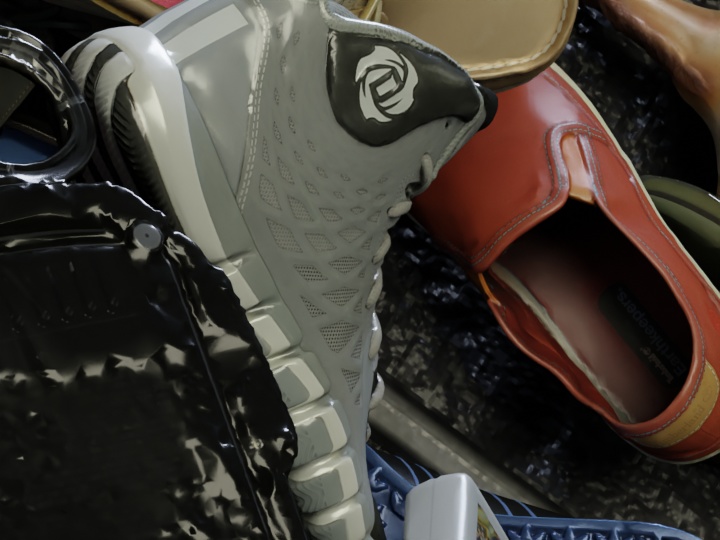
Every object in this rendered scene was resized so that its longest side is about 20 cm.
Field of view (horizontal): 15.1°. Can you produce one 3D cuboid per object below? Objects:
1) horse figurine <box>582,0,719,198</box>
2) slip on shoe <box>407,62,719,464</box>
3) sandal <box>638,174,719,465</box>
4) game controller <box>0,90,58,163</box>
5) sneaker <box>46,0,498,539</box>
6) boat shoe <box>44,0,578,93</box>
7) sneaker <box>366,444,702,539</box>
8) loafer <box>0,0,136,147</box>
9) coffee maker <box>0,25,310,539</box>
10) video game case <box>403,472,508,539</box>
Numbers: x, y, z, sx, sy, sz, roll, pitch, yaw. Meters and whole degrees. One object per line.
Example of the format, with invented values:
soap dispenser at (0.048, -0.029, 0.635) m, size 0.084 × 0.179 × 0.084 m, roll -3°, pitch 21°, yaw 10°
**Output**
horse figurine at (0.159, -0.039, 0.974) m, size 0.132 × 0.050 × 0.200 m, roll 12°, pitch 46°, yaw -37°
slip on shoe at (0.055, -0.020, 0.896) m, size 0.200 × 0.074 × 0.061 m, roll 52°, pitch 14°, yaw 16°
sandal at (0.142, 0.051, 0.921) m, size 0.057 × 0.080 × 0.201 m, roll -31°, pitch 75°, yaw -8°
game controller at (-0.096, -0.043, 0.868) m, size 0.200 × 0.042 × 0.104 m, roll -8°, pitch 70°, yaw -30°
sneaker at (0.000, 0.000, 0.752) m, size 0.115 × 0.075 × 0.200 m, roll -35°, pitch 128°, yaw -22°
boat shoe at (-0.022, -0.087, 0.784) m, size 0.200 × 0.069 × 0.074 m, roll 9°, pitch 97°, yaw -20°
sneaker at (0.018, 0.096, 0.845) m, size 0.200 × 0.078 × 0.070 m, roll 16°, pitch 72°, yaw 6°
loafer at (-0.088, -0.063, 0.824) m, size 0.200 × 0.072 × 0.063 m, roll 18°, pitch 59°, yaw -15°
coffee maker at (-0.102, 0.071, 0.709) m, size 0.135 × 0.200 × 0.192 m, roll 14°, pitch 58°, yaw -20°
video game case at (0.057, 0.184, 0.733) m, size 0.200 × 0.023 × 0.182 m, roll 59°, pitch 22°, yaw -32°
